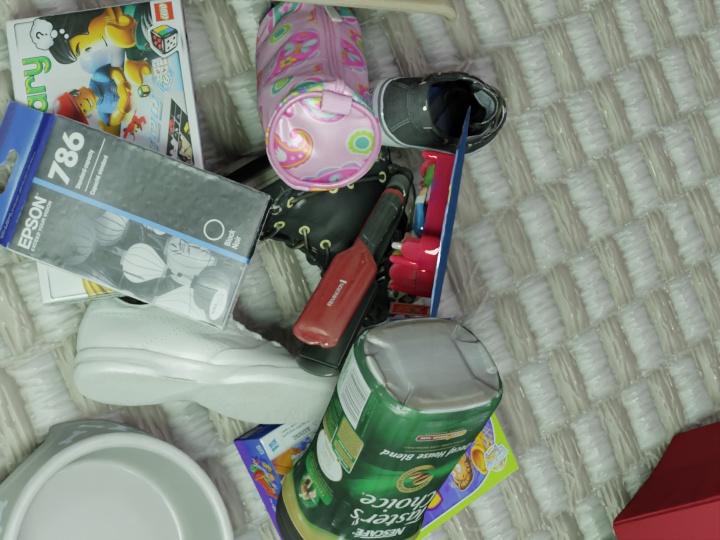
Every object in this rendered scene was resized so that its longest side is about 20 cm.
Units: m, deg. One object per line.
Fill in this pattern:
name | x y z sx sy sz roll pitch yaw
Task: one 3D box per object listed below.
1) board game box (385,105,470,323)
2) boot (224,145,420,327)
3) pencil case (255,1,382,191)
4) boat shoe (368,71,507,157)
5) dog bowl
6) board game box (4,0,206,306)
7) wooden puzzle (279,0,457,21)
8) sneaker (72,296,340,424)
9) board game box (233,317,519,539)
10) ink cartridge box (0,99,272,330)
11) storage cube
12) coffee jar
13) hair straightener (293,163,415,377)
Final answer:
board game box | 0.046 -0.032 1.239 0.039 0.200 0.160 9 111 4
boot | -0.036 -0.017 1.291 0.203 0.073 0.155 -32 103 -31
pencil case | -0.033 -0.136 1.244 0.087 0.087 0.201 37 22 -23
boat shoe | 0.076 -0.127 1.340 0.199 0.066 0.071 1 87 -59
dog bowl | -0.174 0.201 1.179 0.198 0.058 0.202 5 81 -32
board game box | -0.173 -0.083 1.201 0.125 0.035 0.202 -9 87 -2
wooden puzzle | -0.026 -0.277 1.301 0.198 0.046 0.186 4 50 -34
sneaker | -0.102 0.053 1.223 0.198 0.075 0.089 10 58 -14
board game box | 0.016 0.142 1.316 0.199 0.045 0.135 -31 100 -32
ink cartridge box | -0.168 -0.039 1.162 0.198 0.039 0.100 20 88 1
storage cube | 0.341 0.223 1.404 0.171 0.179 0.201 -38 104 -54
coffee jar | 0.014 0.127 1.180 0.103 0.201 0.086 -6 51 -31
hair straightener | 0.000 0.000 1.247 0.041 0.077 0.201 13 50 12
